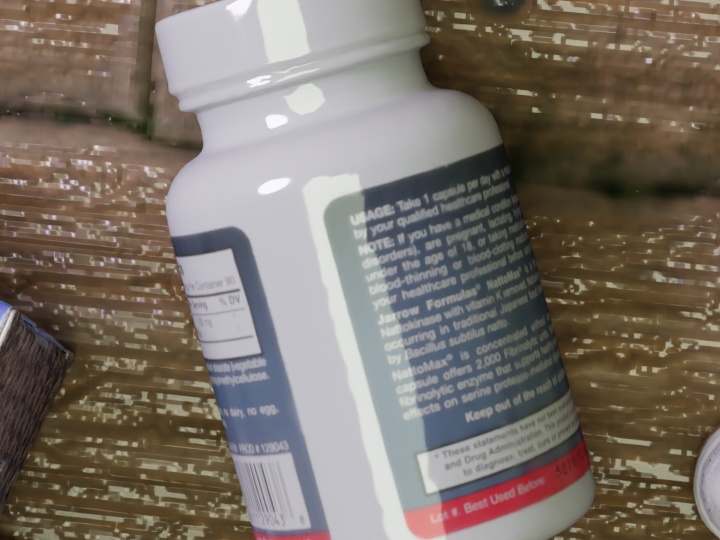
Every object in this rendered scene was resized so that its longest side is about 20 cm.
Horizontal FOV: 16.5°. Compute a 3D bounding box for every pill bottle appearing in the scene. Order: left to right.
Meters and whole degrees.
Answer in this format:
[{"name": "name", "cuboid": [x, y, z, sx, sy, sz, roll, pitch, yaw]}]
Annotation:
[{"name": "pill bottle", "cuboid": [0.000, 0.000, 0.852, 0.119, 0.120, 0.200, -14, 95, 8]}]

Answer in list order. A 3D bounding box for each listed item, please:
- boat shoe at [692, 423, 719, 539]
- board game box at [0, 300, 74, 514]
[{"name": "boat shoe", "cuboid": [0.215, 0.098, 0.864, 0.200, 0.069, 0.071, 10, 95, 4]}, {"name": "board game box", "cuboid": [-0.215, 0.024, 0.849, 0.200, 0.159, 0.097, 24, 83, 3]}]
